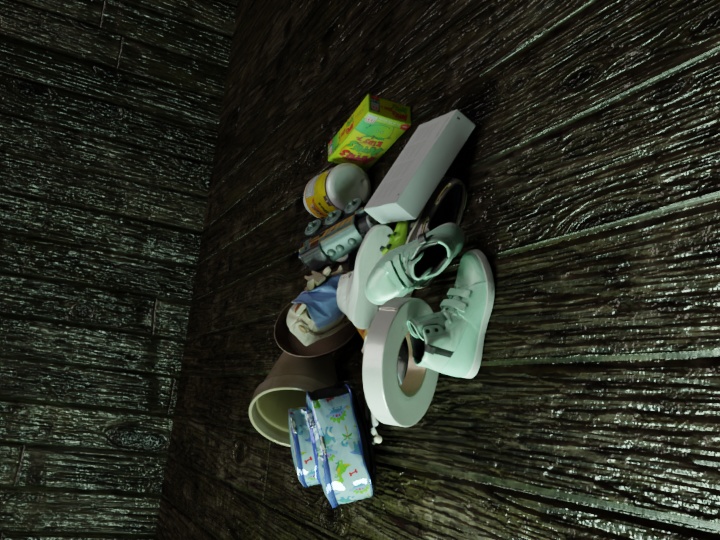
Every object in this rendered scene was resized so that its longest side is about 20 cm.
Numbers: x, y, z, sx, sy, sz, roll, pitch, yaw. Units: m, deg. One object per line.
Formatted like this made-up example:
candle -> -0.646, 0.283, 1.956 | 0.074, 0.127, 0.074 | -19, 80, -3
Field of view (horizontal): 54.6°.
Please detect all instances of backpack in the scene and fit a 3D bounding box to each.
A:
backpack -> -0.052, 0.329, 1.282 | 0.183, 0.146, 0.201 | 84, 170, -67

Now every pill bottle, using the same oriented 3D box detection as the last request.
pill bottle -> -0.063, -0.178, 1.618 | 0.200, 0.109, 0.110 | -9, 72, 65

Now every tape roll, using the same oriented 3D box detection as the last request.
tape roll -> 0.068, 0.142, 1.096 | 0.037, 0.202, 0.204 | 2, 79, 32

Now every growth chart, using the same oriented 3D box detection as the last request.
growth chart -> 0.019, 0.220, 1.273 | 0.145, 0.018, 0.201 | 117, 148, -79

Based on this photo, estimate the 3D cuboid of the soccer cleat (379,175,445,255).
soccer cleat -> 0.110, -0.087, 1.259 | 0.201, 0.081, 0.067 | -60, 19, -12

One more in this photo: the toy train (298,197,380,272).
toy train -> -0.043, -0.073, 1.472 | 0.199, 0.085, 0.114 | -26, 33, 21

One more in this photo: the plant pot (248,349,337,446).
plant pot -> -0.126, 0.254, 1.503 | 0.174, 0.199, 0.200 | -83, 19, -50

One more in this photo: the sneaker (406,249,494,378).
sneaker -> 0.135, 0.058, 1.067 | 0.074, 0.118, 0.202 | -9, 71, 64

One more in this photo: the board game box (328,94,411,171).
board game box -> 0.016, -0.293, 1.506 | 0.200, 0.101, 0.048 | -39, 46, 55

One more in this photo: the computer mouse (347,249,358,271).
computer mouse -> -0.027, 0.007, 1.551 | 0.059, 0.034, 0.201 | 40, 116, 62

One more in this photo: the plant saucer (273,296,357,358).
plant saucer -> -0.086, 0.118, 1.500 | 0.201, 0.199, 0.037 | -110, 0, -49

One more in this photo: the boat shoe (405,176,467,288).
boat shoe -> 0.127, -0.063, 1.193 | 0.061, 0.071, 0.202 | -152, 78, -69

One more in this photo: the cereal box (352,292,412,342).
cereal box -> 0.048, 0.045, 1.359 | 0.144, 0.039, 0.201 | -129, 54, -61

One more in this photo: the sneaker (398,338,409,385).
sneaker -> 0.076, 0.153, 1.235 | 0.079, 0.075, 0.201 | -29, 60, 44

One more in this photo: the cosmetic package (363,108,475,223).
cosmetic package -> 0.101, -0.179, 1.228 | 0.201, 0.052, 0.151 | -57, 15, -11

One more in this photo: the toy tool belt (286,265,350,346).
toy tool belt -> -0.064, 0.054, 1.430 | 0.125, 0.200, 0.123 | 39, 151, 17

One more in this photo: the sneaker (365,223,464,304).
sneaker -> 0.071, -0.002, 1.122 | 0.200, 0.074, 0.118 | -37, 0, 24

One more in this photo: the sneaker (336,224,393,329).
sneaker -> 0.000, 0.000, 1.350 | 0.115, 0.073, 0.201 | 31, 108, 63

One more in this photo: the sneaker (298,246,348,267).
sneaker -> -0.080, -0.055, 1.630 | 0.200, 0.088, 0.076 | -37, 45, 54
